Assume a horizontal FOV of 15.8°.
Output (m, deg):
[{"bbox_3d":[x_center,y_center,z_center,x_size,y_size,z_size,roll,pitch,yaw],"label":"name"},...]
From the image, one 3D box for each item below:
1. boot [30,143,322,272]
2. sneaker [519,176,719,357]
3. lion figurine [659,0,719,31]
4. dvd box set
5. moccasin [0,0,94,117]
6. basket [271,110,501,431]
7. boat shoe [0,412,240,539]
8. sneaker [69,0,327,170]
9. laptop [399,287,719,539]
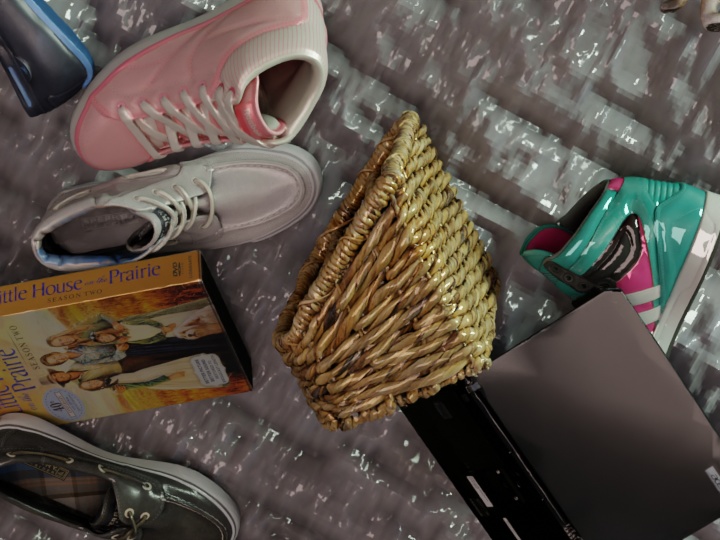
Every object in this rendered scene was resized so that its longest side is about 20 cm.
[{"bbox_3d":[-0.126,-0.035,1.775,0.199,0.096,0.074,-13,104,8],"label":"boot"},{"bbox_3d":[0.160,0.021,1.771,0.120,0.084,0.201,22,105,-1],"label":"sneaker"},{"bbox_3d":[0.292,-0.233,1.696,0.199,0.072,0.123,-6,71,13],"label":"lion figurine"},{"bbox_3d":[-0.187,0.053,1.795,0.199,0.029,0.146,-10,144,7],"label":"dvd box set"},{"bbox_3d":[-0.267,-0.187,1.753,0.068,0.080,0.200,-41,97,6],"label":"moccasin"},{"bbox_3d":[0.000,0.000,1.720,0.142,0.200,0.149,-24,104,12],"label":"basket"},{"bbox_3d":[-0.180,0.164,1.836,0.199,0.057,0.069,22,117,-15],"label":"boat shoe"},{"bbox_3d":[-0.107,-0.113,1.741,0.200,0.105,0.075,-31,129,11],"label":"sneaker"},{"bbox_3d":[0.141,0.117,1.784,0.103,0.200,0.178,-38,100,-23],"label":"laptop"}]
